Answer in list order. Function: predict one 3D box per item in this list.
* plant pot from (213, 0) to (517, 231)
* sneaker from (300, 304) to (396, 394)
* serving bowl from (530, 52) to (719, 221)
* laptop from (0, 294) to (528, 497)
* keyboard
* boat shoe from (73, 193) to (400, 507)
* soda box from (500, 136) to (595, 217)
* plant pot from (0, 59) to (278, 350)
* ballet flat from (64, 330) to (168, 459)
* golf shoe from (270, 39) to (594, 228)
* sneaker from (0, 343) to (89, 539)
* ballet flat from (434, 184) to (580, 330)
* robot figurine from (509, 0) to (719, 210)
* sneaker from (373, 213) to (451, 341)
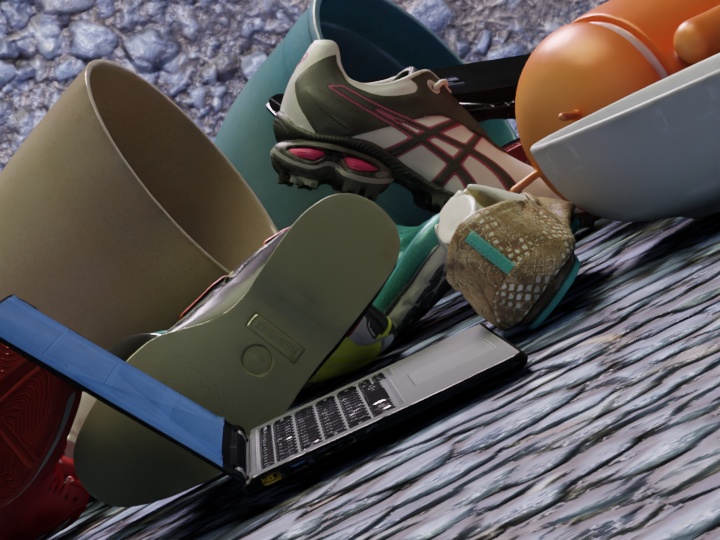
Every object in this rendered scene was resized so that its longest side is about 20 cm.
[{"bbox_3d":[-0.019,-0.060,1.745,0.188,0.200,0.200,-41,-3,26],"label":"plant pot"},{"bbox_3d":[-0.044,0.046,1.396,0.076,0.075,0.200,-51,10,-21],"label":"sneaker"},{"bbox_3d":[0.185,-0.072,1.234,0.200,0.066,0.200,-24,3,2],"label":"serving bowl"},{"bbox_3d":[-0.048,0.026,1.120,0.200,0.116,0.187,-25,4,-1],"label":"laptop"},{"bbox_3d":[0.052,-0.103,1.576,0.200,0.021,0.127,-11,19,-15],"label":"keyboard"},{"bbox_3d":[-0.061,0.045,1.263,0.201,0.074,0.063,-45,-2,-17],"label":"boat shoe"},{"bbox_3d":[0.151,-0.073,1.578,0.200,0.063,0.070,-28,5,-7],"label":"soda box"},{"bbox_3d":[-0.175,0.005,1.565,0.200,0.187,0.187,-39,1,14],"label":"plant pot"},{"bbox_3d":[-0.146,0.097,1.397,0.068,0.068,0.200,-42,1,-37],"label":"ballet flat"},{"bbox_3d":[0.049,-0.071,1.484,0.200,0.088,0.077,14,-4,-15],"label":"golf shoe"},{"bbox_3d":[-0.174,0.086,1.275,0.200,0.078,0.115,-47,-13,35],"label":"sneaker"},{"bbox_3d":[0.069,-0.015,1.233,0.071,0.065,0.200,-52,1,2],"label":"ballet flat"},{"bbox_3d":[0.168,-0.100,1.432,0.200,0.117,0.144,-28,27,-32],"label":"robot figurine"},{"bbox_3d":[0.000,0.000,1.448,0.078,0.080,0.200,-44,9,-25],"label":"sneaker"}]
